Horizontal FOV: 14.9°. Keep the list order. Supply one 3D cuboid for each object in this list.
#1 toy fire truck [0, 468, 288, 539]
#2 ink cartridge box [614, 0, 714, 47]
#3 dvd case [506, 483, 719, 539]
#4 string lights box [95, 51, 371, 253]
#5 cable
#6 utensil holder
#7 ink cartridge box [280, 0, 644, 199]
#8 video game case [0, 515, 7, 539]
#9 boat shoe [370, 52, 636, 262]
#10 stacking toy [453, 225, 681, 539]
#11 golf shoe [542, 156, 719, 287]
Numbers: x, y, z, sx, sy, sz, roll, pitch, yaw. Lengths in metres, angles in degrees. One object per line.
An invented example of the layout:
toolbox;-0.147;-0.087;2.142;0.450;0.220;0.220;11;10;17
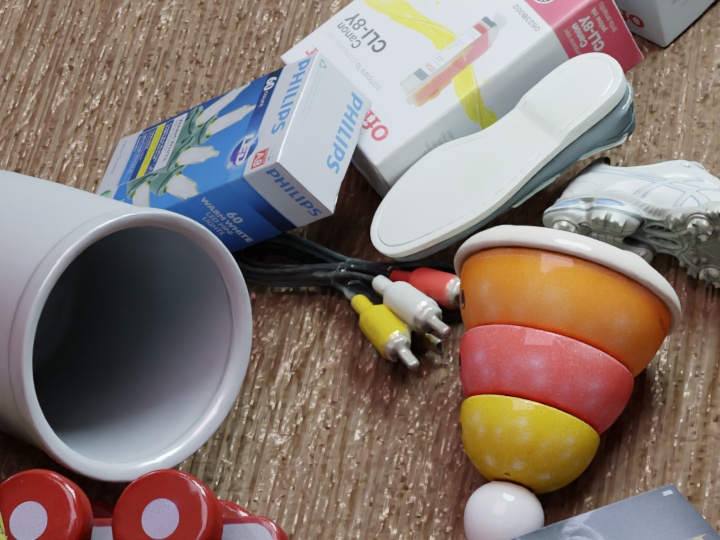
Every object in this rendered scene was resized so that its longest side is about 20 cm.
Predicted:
toy fire truck;-0.142;0.212;1.658;0.200;0.112;0.168;-1;73;16
ink cartridge box;0.169;-0.270;1.918;0.146;0.200;0.083;31;66;36
dvd case;0.175;0.208;1.583;0.149;0.016;0.200;-16;44;-26
string lights box;-0.092;-0.064;1.846;0.200;0.059;0.103;-21;38;40
cable;0.000;0.000;1.828;0.200;0.050;0.097;31;59;35
utensil holder;-0.194;0.028;1.748;0.170;0.170;0.200;-44;35;-22
ink cartridge box;0.067;-0.145;1.889;0.200;0.083;0.145;-38;48;-2
video game case;-0.280;0.199;1.668;0.200;0.025;0.181;-49;41;27
boat shoe;0.099;-0.062;1.821;0.200;0.062;0.073;-37;48;-2
stacking toy;0.106;0.085;1.688;0.146;0.146;0.200;9;67;23
golf shoe;0.222;-0.041;1.787;0.200;0.078;0.097;8;46;21
